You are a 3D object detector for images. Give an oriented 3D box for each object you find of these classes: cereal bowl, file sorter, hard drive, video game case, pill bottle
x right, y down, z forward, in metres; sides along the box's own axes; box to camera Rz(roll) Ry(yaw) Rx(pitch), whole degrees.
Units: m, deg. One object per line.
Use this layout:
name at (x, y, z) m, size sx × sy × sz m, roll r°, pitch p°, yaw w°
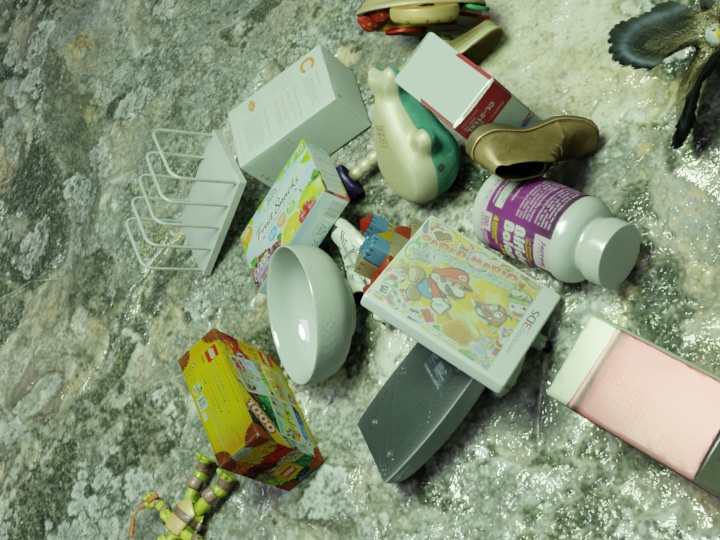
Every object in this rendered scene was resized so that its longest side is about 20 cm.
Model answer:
cereal bowl at (-0.062, 0.058, 1.520) m, size 0.200 × 0.083 × 0.201 m, roll 32°, pitch 126°, yaw 59°
file sorter at (-0.291, -0.111, 1.733) m, size 0.139 × 0.124 × 0.200 m, roll 61°, pitch 137°, yaw 39°
hard drive at (0.083, 0.169, 1.387) m, size 0.200 × 0.042 × 0.135 m, roll -53°, pitch 34°, yaw 16°
video game case at (0.127, 0.036, 1.324) m, size 0.200 × 0.023 × 0.182 m, roll 32°, pitch 48°, yaw 10°
pill bottle at (0.245, -0.051, 1.345) m, size 0.200 × 0.112 × 0.113 m, roll 28°, pitch 88°, yaw 43°

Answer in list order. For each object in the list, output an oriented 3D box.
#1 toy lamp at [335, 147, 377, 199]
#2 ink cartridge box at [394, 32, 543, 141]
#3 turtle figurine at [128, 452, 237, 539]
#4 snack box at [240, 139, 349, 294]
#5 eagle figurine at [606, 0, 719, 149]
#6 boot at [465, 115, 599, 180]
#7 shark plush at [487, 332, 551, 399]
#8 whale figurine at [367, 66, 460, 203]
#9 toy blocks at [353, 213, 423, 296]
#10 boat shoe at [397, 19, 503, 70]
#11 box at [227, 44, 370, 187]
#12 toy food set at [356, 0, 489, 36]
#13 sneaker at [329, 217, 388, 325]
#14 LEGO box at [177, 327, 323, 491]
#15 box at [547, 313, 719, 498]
toy lamp at (0.025, -0.172, 1.613) m, size 0.200 × 0.058 × 0.058 m, roll -39°, pitch 50°, yaw 16°
ink cartridge box at (0.162, -0.211, 1.428) m, size 0.083 × 0.200 × 0.146 m, roll -52°, pitch 48°, yaw 9°
turtle figurine at (-0.247, 0.359, 1.567) m, size 0.162 × 0.064 × 0.200 m, roll -55°, pitch 39°, yaw -7°
snack box at (-0.103, -0.077, 1.623) m, size 0.200 × 0.053 × 0.142 m, roll -55°, pitch 34°, yaw 24°
eagle figurine at (0.405, -0.269, 1.297) m, size 0.200 × 0.151 × 0.152 m, roll -39°, pitch 61°, yaw 7°
boot at (0.234, -0.148, 1.365) m, size 0.076 × 0.199 × 0.074 m, roll 54°, pitch 143°, yaw 39°
shark plush at (0.160, 0.064, 1.391) m, size 0.200 × 0.091 × 0.083 m, roll 63°, pitch 142°, yaw 31°
whale figurine at (0.076, -0.197, 1.508) m, size 0.103 × 0.201 × 0.159 m, roll -24°, pitch 17°, yaw -17°
toy blocks at (0.055, -0.005, 1.402) m, size 0.100 × 0.136 × 0.200 m, roll -53°, pitch 15°, yaw 38°
boat shoe at (0.117, -0.316, 1.589) m, size 0.200 × 0.074 × 0.067 m, roll -33°, pitch 73°, yaw 22°
box at (-0.100, -0.242, 1.715) m, size 0.200 × 0.097 × 0.125 m, roll -32°, pitch 52°, yaw 23°
toy food set at (0.094, -0.378, 1.578) m, size 0.200 × 0.197 × 0.049 m, roll 3°, pitch 101°, yaw 47°
sneaker at (0.000, 0.000, 1.537) m, size 0.088 × 0.076 × 0.200 m, roll -51°, pitch 48°, yaw 7°
LEGO box at (-0.156, 0.197, 1.516) m, size 0.077 × 0.149 × 0.200 m, roll -42°, pitch 50°, yaw 14°
box at (0.329, 0.149, 1.174) m, size 0.200 × 0.128 × 0.109 m, roll 30°, pitch 90°, yaw 43°
